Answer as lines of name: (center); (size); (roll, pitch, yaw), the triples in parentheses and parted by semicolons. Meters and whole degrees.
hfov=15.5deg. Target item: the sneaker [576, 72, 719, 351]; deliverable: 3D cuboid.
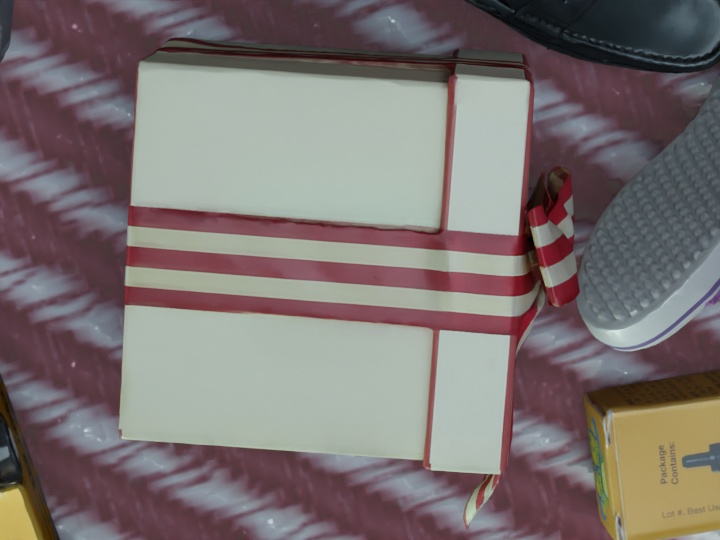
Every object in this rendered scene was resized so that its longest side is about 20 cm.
sneaker: (0.179, -0.016, 1.172); (0.201, 0.073, 0.114); (-49, 128, -24)

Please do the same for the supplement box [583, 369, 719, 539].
supplement box: (0.207, 0.076, 1.229); (0.199, 0.069, 0.067); (-8, 100, -6)

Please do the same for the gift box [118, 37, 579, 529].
gift box: (0.000, 0.000, 1.141); (0.186, 0.185, 0.201); (3, 104, 3)

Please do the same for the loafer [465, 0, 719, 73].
loafer: (0.079, -0.137, 1.174); (0.200, 0.070, 0.068); (22, 98, -9)

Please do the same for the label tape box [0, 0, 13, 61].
label tape box: (-0.214, -0.191, 1.114); (0.144, 0.063, 0.201); (8, 110, 0)

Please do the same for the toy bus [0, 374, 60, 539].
toy bus: (-0.173, 0.119, 1.190); (0.065, 0.078, 0.201); (-19, 101, -3)
